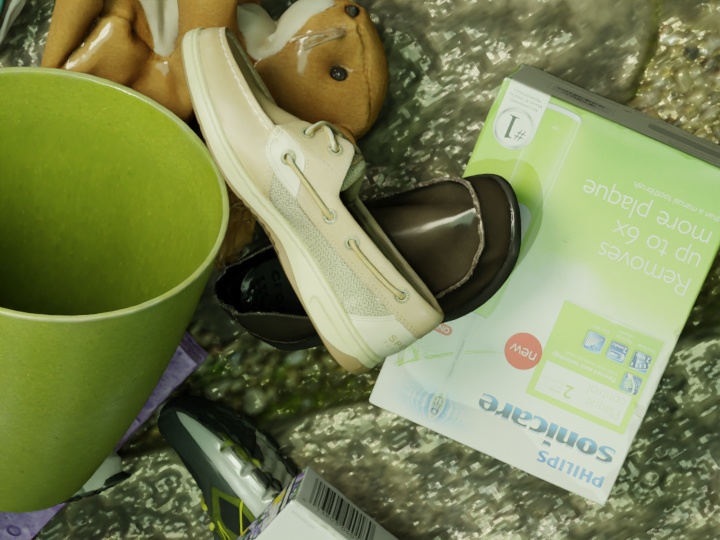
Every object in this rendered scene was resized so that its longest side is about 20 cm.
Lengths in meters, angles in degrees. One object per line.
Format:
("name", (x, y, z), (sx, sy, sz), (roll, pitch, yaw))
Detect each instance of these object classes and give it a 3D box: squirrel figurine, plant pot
("squirrel figurine", (-0.084, -0.097, 1.587), (0.186, 0.142, 0.200), (15, 116, -5))
("plant pot", (-0.176, 0.028, 1.506), (0.187, 0.187, 0.200), (19, 134, 5))

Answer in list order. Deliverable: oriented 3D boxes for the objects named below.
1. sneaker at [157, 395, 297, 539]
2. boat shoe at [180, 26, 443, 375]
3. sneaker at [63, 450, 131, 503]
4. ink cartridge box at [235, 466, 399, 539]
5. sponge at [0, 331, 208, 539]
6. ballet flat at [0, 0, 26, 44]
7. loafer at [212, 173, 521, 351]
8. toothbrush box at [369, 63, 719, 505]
("sneaker", (-0.060, 0.163, 1.641), (0.085, 0.074, 0.200), (-38, 93, 13))
("boat shoe", (-0.025, -0.046, 1.477), (0.065, 0.072, 0.200), (-30, 84, 13))
("sneaker", (-0.233, 0.098, 1.637), (0.200, 0.077, 0.089), (-8, 84, 6))
("ink cartridge box", (-0.055, 0.217, 1.603), (0.109, 0.050, 0.200), (39, 112, -8))
("sponge", (-0.196, 0.082, 1.670), (0.112, 0.030, 0.200), (44, 104, 0))
("ballet flat", (-0.190, -0.190, 1.557), (0.069, 0.069, 0.200), (42, 146, 0))
("loafer", (0.000, 0.000, 1.535), (0.200, 0.071, 0.073), (-24, 70, 36))
("toothbrush box", (0.112, 0.006, 1.583), (0.145, 0.086, 0.200), (24, 104, 4))
